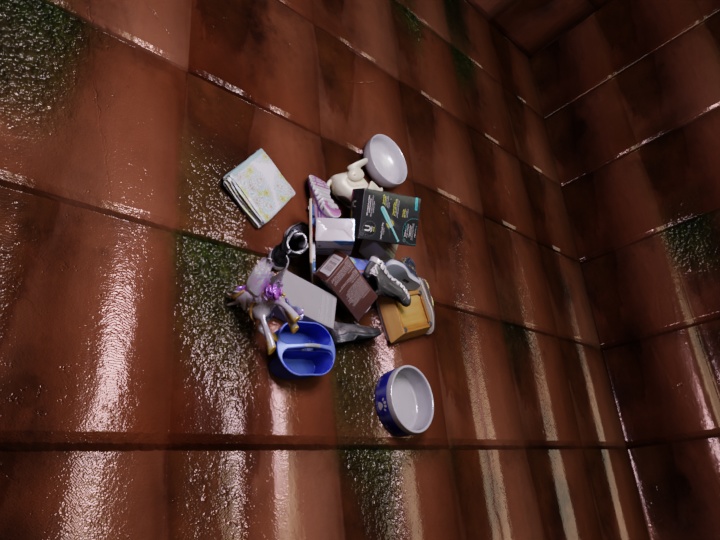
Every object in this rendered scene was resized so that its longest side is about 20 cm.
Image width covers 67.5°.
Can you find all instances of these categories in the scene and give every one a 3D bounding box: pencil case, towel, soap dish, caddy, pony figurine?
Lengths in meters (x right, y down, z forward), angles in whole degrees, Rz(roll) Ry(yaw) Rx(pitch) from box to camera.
[{"bbox_3d":[0.000,0.000,1.720,0.196,0.086,0.080,5,107,-44],"label":"pencil case"},{"bbox_3d":[-0.292,-0.241,1.562,0.173,0.047,0.201,54,42,-17],"label":"towel"},{"bbox_3d":[0.150,0.146,1.807,0.197,0.080,0.162,-6,75,-48],"label":"soap dish"},{"bbox_3d":[-0.154,0.213,1.435,0.196,0.104,0.146,9,63,-43],"label":"caddy"},{"bbox_3d":[-0.229,0.072,1.340,0.200,0.194,0.166,45,12,17],"label":"pony figurine"}]

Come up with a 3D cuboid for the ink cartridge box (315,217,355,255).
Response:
[{"bbox_3d":[-0.078,-0.092,1.592,0.112,0.200,0.069,1,78,-5],"label":"ink cartridge box"}]

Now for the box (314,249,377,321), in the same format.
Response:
[{"bbox_3d":[-0.040,0.045,1.594,0.101,0.074,0.201,-48,130,-14],"label":"box"}]

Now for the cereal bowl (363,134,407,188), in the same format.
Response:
[{"bbox_3d":[0.080,-0.395,1.998,0.197,0.082,0.206,23,55,-38],"label":"cereal bowl"}]

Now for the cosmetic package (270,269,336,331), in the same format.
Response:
[{"bbox_3d":[-0.165,0.093,1.502,0.197,0.089,0.110,29,51,-30],"label":"cosmetic package"}]

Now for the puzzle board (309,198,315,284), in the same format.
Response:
[{"bbox_3d":[-0.141,-0.083,1.580,0.017,0.152,0.206,-1,66,-4],"label":"puzzle board"}]

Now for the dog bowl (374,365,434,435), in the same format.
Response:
[{"bbox_3d":[0.137,0.404,1.668,0.197,0.078,0.206,23,55,-37],"label":"dog bowl"}]

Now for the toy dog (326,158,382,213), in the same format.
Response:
[{"bbox_3d":[-0.010,-0.241,1.792,0.191,0.138,0.204,-29,92,-36],"label":"toy dog"}]

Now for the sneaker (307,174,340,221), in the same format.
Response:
[{"bbox_3d":[-0.133,-0.215,1.696,0.079,0.089,0.203,13,40,-40],"label":"sneaker"}]

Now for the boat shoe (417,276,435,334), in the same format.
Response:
[{"bbox_3d":[0.228,0.122,1.911,0.059,0.071,0.206,-4,75,-54],"label":"boat shoe"}]

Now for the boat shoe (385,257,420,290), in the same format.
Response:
[{"bbox_3d":[0.131,-0.010,1.787,0.199,0.069,0.093,37,35,-51],"label":"boat shoe"}]

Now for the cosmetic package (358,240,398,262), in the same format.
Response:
[{"bbox_3d":[0.078,-0.121,1.857,0.103,0.086,0.204,41,46,-25],"label":"cosmetic package"}]

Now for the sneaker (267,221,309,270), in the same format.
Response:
[{"bbox_3d":[-0.180,-0.086,1.548,0.076,0.113,0.201,48,44,-14],"label":"sneaker"}]

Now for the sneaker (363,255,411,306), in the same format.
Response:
[{"bbox_3d":[0.077,0.055,1.687,0.201,0.066,0.091,48,64,-16],"label":"sneaker"}]

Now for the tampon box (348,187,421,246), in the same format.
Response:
[{"bbox_3d":[0.071,-0.166,1.691,0.194,0.126,0.155,7,93,-21],"label":"tampon box"}]

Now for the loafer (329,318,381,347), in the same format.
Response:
[{"bbox_3d":[-0.013,0.181,1.629,0.196,0.072,0.074,2,65,-47],"label":"loafer"}]
